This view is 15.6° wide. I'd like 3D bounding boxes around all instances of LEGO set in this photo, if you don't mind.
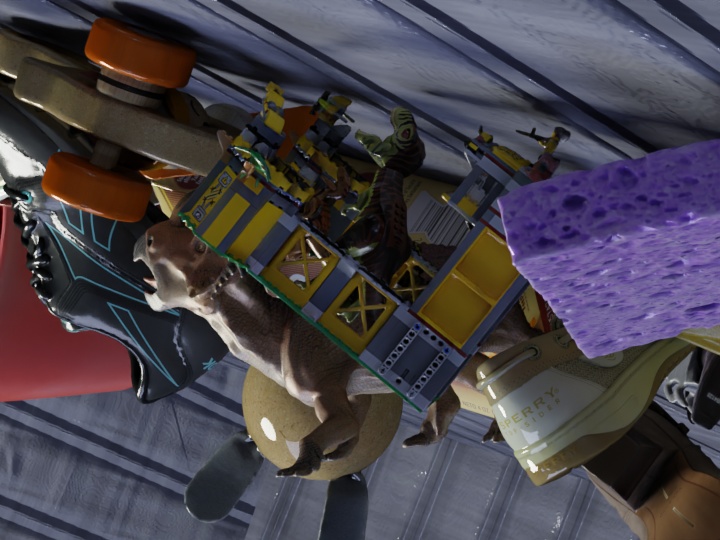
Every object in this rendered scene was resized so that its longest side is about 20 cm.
[{"bbox_3d":[0.024,-0.032,1.062,0.154,0.116,0.200,40,-172,13],"label":"LEGO set"}]

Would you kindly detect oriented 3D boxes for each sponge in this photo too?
[{"bbox_3d":[0.120,-0.008,0.953,0.112,0.030,0.200,-13,167,9],"label":"sponge"}]

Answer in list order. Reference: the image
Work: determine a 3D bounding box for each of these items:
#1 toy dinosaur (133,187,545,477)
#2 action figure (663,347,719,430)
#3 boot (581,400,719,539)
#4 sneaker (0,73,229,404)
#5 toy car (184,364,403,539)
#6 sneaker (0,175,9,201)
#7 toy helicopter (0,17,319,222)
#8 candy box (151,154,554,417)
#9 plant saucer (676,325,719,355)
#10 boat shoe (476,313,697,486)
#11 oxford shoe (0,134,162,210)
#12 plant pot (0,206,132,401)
[{"bbox_3d":[0.006,0.019,1.209,0.200,0.136,0.086,-8,180,-15],"label":"toy dinosaur"},{"bbox_3d":[0.156,0.039,1.374,0.130,0.069,0.200,16,179,-26],"label":"action figure"},{"bbox_3d":[0.189,0.141,1.378,0.200,0.070,0.146,51,-168,28],"label":"boot"},{"bbox_3d":[-0.139,-0.018,1.298,0.200,0.079,0.075,46,-179,-13],"label":"sneaker"},{"bbox_3d":[-0.019,0.068,1.547,0.164,0.200,0.158,19,174,1],"label":"toy car"},{"bbox_3d":[-0.231,-0.092,1.401,0.200,0.077,0.089,10,161,45],"label":"sneaker"},{"bbox_3d":[-0.105,-0.077,1.202,0.132,0.079,0.200,12,-170,-36],"label":"toy helicopter"},{"bbox_3d":[0.000,0.000,1.336,0.200,0.055,0.115,17,144,28],"label":"candy box"},{"bbox_3d":[0.230,0.033,1.152,0.200,0.048,0.200,23,173,-28],"label":"plant saucer"},{"bbox_3d":[0.108,0.030,1.208,0.063,0.073,0.201,53,-146,-4],"label":"boat shoe"},{"bbox_3d":[-0.158,-0.060,1.459,0.200,0.070,0.075,17,180,30],"label":"oxford shoe"},{"bbox_3d":[-0.211,-0.004,1.644,0.177,0.200,0.200,12,-179,-43],"label":"plant pot"}]
